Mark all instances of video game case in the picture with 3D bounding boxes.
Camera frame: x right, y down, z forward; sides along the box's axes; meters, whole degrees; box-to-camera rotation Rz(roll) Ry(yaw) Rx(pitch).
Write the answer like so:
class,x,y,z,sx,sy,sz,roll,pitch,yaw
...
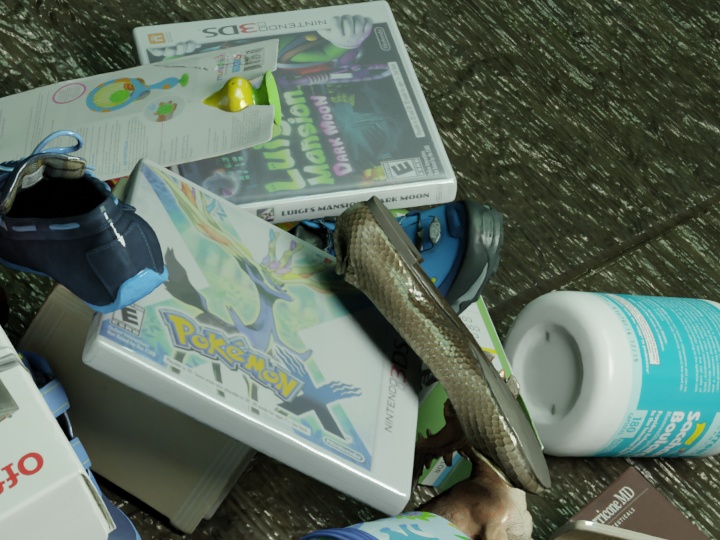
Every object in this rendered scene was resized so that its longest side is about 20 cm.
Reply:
class,x,y,z,sx,sy,sz,roll,pitch,yaw
video game case,-0.047,-0.105,1.821,0.181,0.023,0.201,-8,43,-10
video game case,-0.054,0.035,1.572,0.199,0.022,0.183,27,33,-14

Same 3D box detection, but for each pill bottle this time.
class,x,y,z,sx,sy,sz,roll,pitch,yaw
pill bottle,0.199,0.073,1.886,0.199,0.111,0.111,3,44,-40

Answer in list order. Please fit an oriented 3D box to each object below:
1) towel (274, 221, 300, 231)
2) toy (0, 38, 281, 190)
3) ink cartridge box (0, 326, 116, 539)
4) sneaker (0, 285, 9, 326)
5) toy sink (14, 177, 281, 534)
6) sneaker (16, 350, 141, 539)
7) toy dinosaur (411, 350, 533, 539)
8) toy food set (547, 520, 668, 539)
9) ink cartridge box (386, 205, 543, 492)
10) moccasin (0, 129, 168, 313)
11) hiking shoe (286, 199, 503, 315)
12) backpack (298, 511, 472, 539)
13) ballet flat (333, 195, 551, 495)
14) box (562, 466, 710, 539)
class,x,y,z,sx,sy,sz,roll,pitch,yaw
towel,-0.075,-0.030,1.800,0.086,0.018,0.200,41,42,-14
toy,-0.144,-0.081,1.752,0.115,0.199,0.047,-89,160,-52
ink cartridge box,-0.239,0.082,1.428,0.146,0.083,0.200,-31,62,-10
sneaker,-0.276,-0.031,1.564,0.200,0.071,0.098,31,62,-28
toy sink,-0.098,0.064,1.620,0.199,0.112,0.131,31,33,-6
sneaker,-0.192,0.097,1.519,0.200,0.082,0.074,42,30,7
toy dinosaur,0.049,0.161,1.640,0.135,0.086,0.200,36,76,17
toy food set,0.162,0.254,1.581,0.143,0.060,0.201,15,82,-29
ink cartridge box,0.038,0.066,1.750,0.059,0.104,0.201,11,40,-33
moccasin,-0.165,-0.039,1.533,0.080,0.068,0.200,-36,30,-22
hiking shoe,0.000,0.000,1.696,0.086,0.199,0.075,23,59,-39
backpack,0.023,0.232,1.455,0.146,0.184,0.200,-7,40,-43
ballet flat,0.044,0.049,1.596,0.201,0.046,0.067,57,6,8
box,0.205,0.227,1.732,0.200,0.075,0.100,41,33,11
